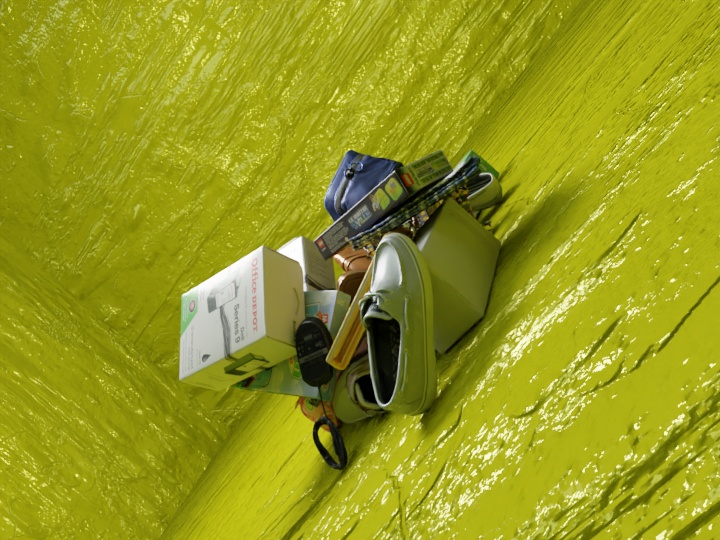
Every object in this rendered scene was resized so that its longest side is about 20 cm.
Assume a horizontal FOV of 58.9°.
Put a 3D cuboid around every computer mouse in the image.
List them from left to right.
[{"bbox_3d":[-0.046,0.161,0.850,0.058,0.206,0.034,-21,-18,27],"label":"computer mouse"}]

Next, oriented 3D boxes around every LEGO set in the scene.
[{"bbox_3d":[0.108,-0.043,1.028,0.198,0.119,0.152,-27,-6,38],"label":"LEGO set"}]

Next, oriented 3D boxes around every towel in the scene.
[{"bbox_3d":[0.077,-0.089,0.864,0.197,0.024,0.145,-32,0,11],"label":"towel"}]

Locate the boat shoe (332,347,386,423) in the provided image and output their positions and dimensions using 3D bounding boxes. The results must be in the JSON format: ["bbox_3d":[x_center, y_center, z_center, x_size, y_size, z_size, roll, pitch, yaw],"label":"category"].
[{"bbox_3d":[0.011,0.150,0.833,0.201,0.074,0.069,-57,3,41],"label":"boat shoe"}]

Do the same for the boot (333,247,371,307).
[{"bbox_3d":[0.000,0.000,1.108,0.197,0.155,0.078,-3,-59,-43],"label":"boot"}]

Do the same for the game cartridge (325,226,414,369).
[{"bbox_3d":[0.021,0.029,0.868,0.180,0.032,0.200,-65,-7,11],"label":"game cartridge"}]

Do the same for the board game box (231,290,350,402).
[{"bbox_3d":[-0.108,0.109,0.961,0.196,0.036,0.156,-3,70,41],"label":"board game box"}]

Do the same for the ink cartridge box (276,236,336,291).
[{"bbox_3d":[-0.112,0.070,1.069,0.143,0.083,0.205,-30,53,31],"label":"ink cartridge box"}]

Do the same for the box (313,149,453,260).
[{"bbox_3d":[0.028,-0.087,0.879,0.109,0.035,0.199,-31,-3,-43],"label":"box"}]

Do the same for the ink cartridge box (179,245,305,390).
[{"bbox_3d":[-0.179,0.075,0.956,0.197,0.083,0.150,-28,55,31],"label":"ink cartridge box"}]

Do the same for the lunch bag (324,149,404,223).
[{"bbox_3d":[0.015,-0.128,1.202,0.138,0.130,0.201,-63,-30,-19],"label":"lunch bag"}]

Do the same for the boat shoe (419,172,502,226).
[{"bbox_3d":[0.153,-0.129,1.141,0.196,0.075,0.067,-22,-33,14],"label":"boat shoe"}]

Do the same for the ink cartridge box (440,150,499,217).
[{"bbox_3d":[0.184,-0.126,1.299,0.201,0.084,0.146,-54,4,-40],"label":"ink cartridge box"}]

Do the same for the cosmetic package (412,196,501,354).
[{"bbox_3d":[0.111,-0.002,0.827,0.085,0.107,0.201,-48,4,33],"label":"cosmetic package"}]

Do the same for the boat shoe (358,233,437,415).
[{"bbox_3d":[0.036,0.051,0.690,0.069,0.070,0.207,-24,64,42],"label":"boat shoe"}]

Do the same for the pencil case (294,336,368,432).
[{"bbox_3d":[-0.029,0.171,1.073,0.201,0.087,0.087,-53,5,-38],"label":"pencil case"}]
